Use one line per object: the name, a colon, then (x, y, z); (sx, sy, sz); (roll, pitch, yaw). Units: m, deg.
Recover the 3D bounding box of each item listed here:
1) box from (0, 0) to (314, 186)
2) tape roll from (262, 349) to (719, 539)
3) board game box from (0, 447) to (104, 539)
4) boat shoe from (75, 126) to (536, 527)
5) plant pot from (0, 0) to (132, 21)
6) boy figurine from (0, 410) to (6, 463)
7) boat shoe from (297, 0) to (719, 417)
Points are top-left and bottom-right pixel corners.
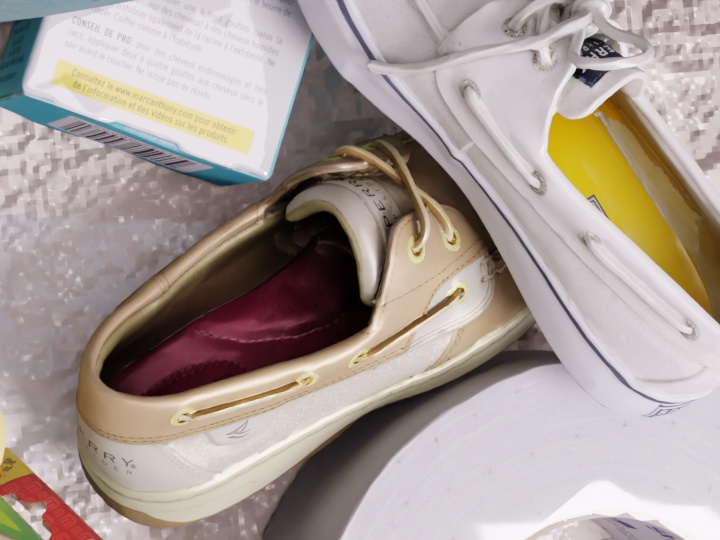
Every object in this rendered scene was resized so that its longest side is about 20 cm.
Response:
box: (-0.042, -0.133, 0.811); (0.082, 0.049, 0.201); (19, 83, -19)
tape roll: (0.064, 0.126, 0.841); (0.199, 0.066, 0.201); (0, 89, -20)
board game box: (-0.171, 0.105, 0.735); (0.199, 0.095, 0.030); (-27, 120, -20)
boat shoe: (0.000, 0.000, 0.804); (0.200, 0.066, 0.074); (-38, 62, -17)
plant pot: (-0.114, -0.159, 0.685); (0.199, 0.196, 0.197); (15, 83, -19)
boy figurine: (-0.182, 0.054, 0.695); (0.199, 0.124, 0.065); (-20, 71, -32)
boat shoe: (0.056, -0.054, 0.761); (0.075, 0.086, 0.202); (-33, 90, -37)
